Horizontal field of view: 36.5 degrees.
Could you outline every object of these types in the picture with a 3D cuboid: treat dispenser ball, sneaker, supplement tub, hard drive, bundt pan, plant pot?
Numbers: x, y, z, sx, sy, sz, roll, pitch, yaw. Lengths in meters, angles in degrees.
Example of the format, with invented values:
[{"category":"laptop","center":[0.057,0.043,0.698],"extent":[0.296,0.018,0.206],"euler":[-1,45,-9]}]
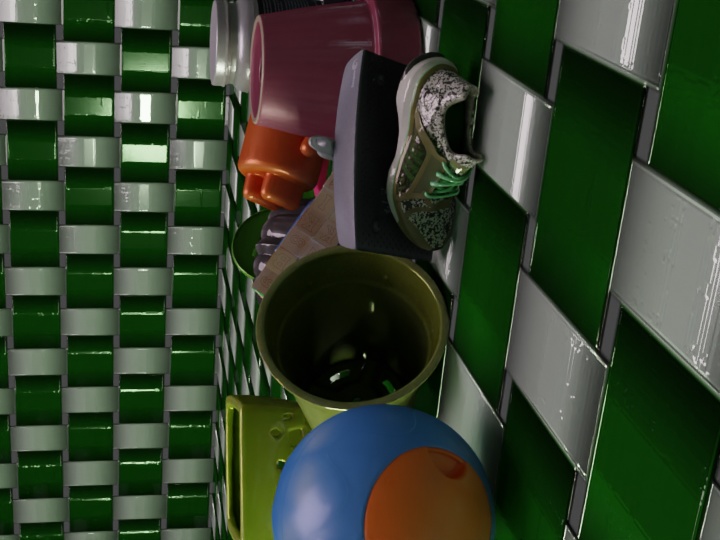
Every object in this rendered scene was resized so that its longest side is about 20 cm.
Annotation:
[{"category":"treat dispenser ball","center":[0.021,0.221,0.980],"extent":[0.201,0.200,0.201],"euler":[180,90,-77]},{"category":"sneaker","center":[0.078,-0.103,1.051],"extent":[0.089,0.077,0.200],"euler":[36,135,49]},{"category":"supplement tub","center":[-0.117,-0.330,1.606],"extent":[0.140,0.200,0.141],"euler":[-179,90,-77]},{"category":"hard drive","center":[0.027,-0.113,1.121],"extent":[0.042,0.135,0.200],"euler":[-3,83,41]},{"category":"bundt pan","center":[-0.096,-0.012,1.580],"extent":[0.202,0.076,0.202],"euler":[8,-90,-72]},{"category":"plant pot","center":[-0.006,0.108,1.200],"extent":[0.190,0.200,0.200],"euler":[87,175,-55]},{"category":"plant pot","center":[-0.089,0.274,1.515],"extent":[0.199,0.181,0.200],"euler":[168,102,-76]},{"category":"plant pot","center":[-0.037,-0.235,1.299],"extent":[0.200,0.179,0.200],"euler":[-179,90,-78]}]

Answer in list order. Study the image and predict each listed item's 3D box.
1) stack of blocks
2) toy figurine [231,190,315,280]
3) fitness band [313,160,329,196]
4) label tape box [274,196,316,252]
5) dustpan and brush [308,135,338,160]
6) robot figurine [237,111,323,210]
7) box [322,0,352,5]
[{"category":"stack of blocks","center":[-0.035,-0.031,1.282],"extent":[0.200,0.059,0.115],"euler":[-55,-18,-7]},{"category":"toy figurine","center":[-0.115,-0.009,1.792],"extent":[0.184,0.150,0.200],"euler":[88,-154,-55]},{"category":"fitness band","center":[-0.040,-0.177,1.632],"extent":[0.200,0.037,0.144],"euler":[155,115,-75]},{"category":"label tape box","center":[-0.059,-0.032,1.457],"extent":[0.144,0.063,0.200],"euler":[-60,-27,-53]},{"category":"dustpan and brush","center":[0.008,-0.107,1.162],"extent":[0.057,0.200,0.140],"euler":[-20,66,44]},{"category":"robot figurine","center":[-0.100,-0.185,1.511],"extent":[0.144,0.116,0.200],"euler":[131,153,-78]},{"category":"box","center":[-0.019,-0.412,1.440],"extent":[0.143,0.036,0.200],"euler":[-51,-37,-74]}]
